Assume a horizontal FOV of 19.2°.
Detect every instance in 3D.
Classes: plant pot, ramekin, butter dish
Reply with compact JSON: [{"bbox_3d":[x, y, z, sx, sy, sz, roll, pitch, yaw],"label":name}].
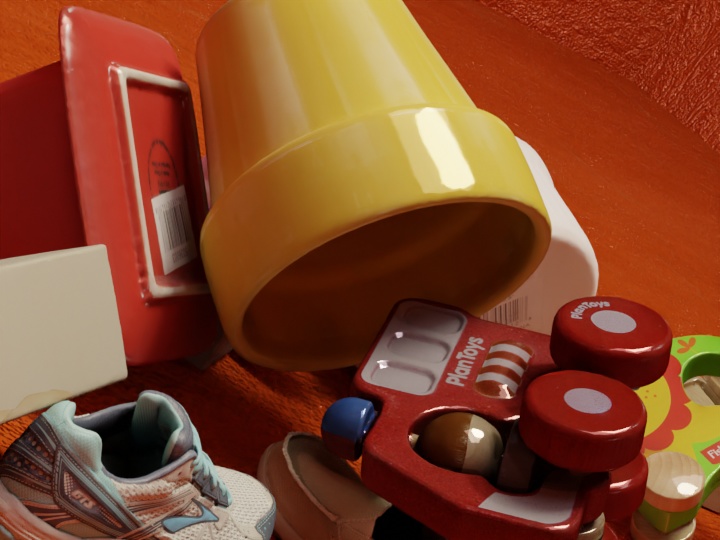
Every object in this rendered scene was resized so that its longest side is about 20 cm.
[{"bbox_3d":[-0.010,-0.069,1.258,0.200,0.201,0.189,14,49,-50],"label":"plant pot"},{"bbox_3d":[0.069,0.010,1.491,0.200,0.201,0.098,18,28,-44],"label":"ramekin"},{"bbox_3d":[-0.176,-0.038,1.235,0.147,0.200,0.200,-9,-1,12],"label":"butter dish"}]

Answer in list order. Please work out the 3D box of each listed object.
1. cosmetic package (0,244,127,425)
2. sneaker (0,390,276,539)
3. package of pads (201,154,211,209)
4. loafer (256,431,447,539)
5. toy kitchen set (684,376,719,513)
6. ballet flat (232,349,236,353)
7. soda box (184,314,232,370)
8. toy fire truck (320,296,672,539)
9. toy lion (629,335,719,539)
[{"bbox_3d":[-0.196,0.038,0.986,0.103,0.073,0.200,-9,2,19],"label":"cosmetic package"},{"bbox_3d":[-0.096,0.106,1.035,0.078,0.086,0.200,42,17,30],"label":"sneaker"},{"bbox_3d":[-0.040,-0.066,1.487,0.120,0.200,0.076,16,37,-47],"label":"package of pads"},{"bbox_3d":[0.010,0.146,1.159,0.076,0.068,0.200,22,19,-41],"label":"loafer"},{"bbox_3d":[0.279,0.086,1.655,0.180,0.200,0.163,25,16,-27],"label":"toy kitchen set"},{"bbox_3d":[0.000,0.000,1.386,0.063,0.200,0.069,7,53,-61],"label":"ballet flat"},{"bbox_3d":[-0.157,-0.021,1.365,0.200,0.064,0.068,34,13,5],"label":"soda box"},{"bbox_3d":[0.070,0.085,1.143,0.167,0.113,0.200,12,30,12],"label":"toy fire truck"},{"bbox_3d":[0.217,0.105,1.578,0.200,0.069,0.192,-24,50,-24],"label":"toy lion"}]
